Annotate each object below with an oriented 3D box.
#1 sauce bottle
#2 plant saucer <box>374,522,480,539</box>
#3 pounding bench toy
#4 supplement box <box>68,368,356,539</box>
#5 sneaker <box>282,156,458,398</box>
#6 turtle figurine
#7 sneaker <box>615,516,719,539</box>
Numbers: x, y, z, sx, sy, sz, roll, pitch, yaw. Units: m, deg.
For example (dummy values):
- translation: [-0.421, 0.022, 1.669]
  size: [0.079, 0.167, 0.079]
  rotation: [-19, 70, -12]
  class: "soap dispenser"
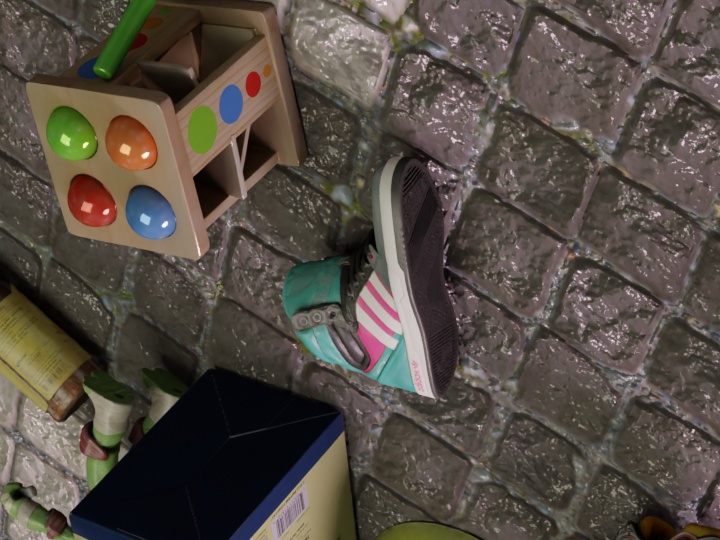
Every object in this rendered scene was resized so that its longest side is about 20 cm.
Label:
- translation: [-0.310, 0.043, 1.824]
  size: [0.200, 0.066, 0.066]
  rotation: [44, 139, 3]
  class: "sauce bottle"
- translation: [0.079, 0.295, 1.737]
  size: [0.199, 0.031, 0.201]
  rotation: [22, 133, 25]
  class: "plant saucer"
- translation: [-0.147, -0.132, 1.479]
  size: [0.123, 0.156, 0.202]
  rotation: [11, 128, 33]
  class: "pounding bench toy"
- translation: [-0.110, 0.229, 1.707]
  size: [0.133, 0.200, 0.201]
  rotation: [16, 131, 28]
  class: "supplement box"
- translation: [0.000, 0.000, 1.529]
  size: [0.120, 0.084, 0.201]
  rotation: [8, 129, 22]
  class: "sneaker"
- translation: [-0.228, 0.165, 1.791]
  size: [0.143, 0.200, 0.195]
  rotation: [15, 112, -16]
  class: "turtle figurine"
- translation: [0.208, 0.225, 1.553]
  size: [0.077, 0.083, 0.199]
  rotation: [17, 163, -26]
  class: "sneaker"
